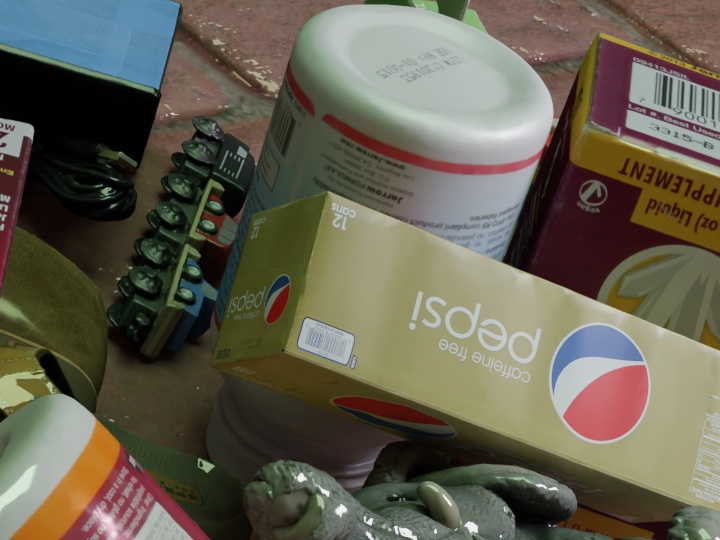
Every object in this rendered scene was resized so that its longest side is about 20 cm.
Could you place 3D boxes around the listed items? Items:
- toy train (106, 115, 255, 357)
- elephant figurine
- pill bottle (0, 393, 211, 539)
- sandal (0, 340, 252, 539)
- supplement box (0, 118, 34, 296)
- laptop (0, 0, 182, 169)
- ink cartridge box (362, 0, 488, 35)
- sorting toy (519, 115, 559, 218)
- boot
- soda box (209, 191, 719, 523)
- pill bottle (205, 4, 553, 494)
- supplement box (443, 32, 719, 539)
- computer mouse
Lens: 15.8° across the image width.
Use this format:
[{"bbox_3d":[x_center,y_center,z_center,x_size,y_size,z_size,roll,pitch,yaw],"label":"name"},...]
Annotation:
[{"bbox_3d":[-0.080,-0.016,1.224,0.046,0.034,0.200,29,28,-8],"label":"toy train"},{"bbox_3d":[0.040,0.118,0.952,0.199,0.156,0.142,23,39,-6],"label":"elephant figurine"},{"bbox_3d":[-0.060,0.143,0.778,0.200,0.109,0.110,48,28,-11],"label":"pill bottle"},{"bbox_3d":[-0.117,0.061,0.972,0.199,0.055,0.082,21,25,-30],"label":"sandal"},{"bbox_3d":[-0.180,0.010,0.903,0.108,0.061,0.200,13,33,-9],"label":"supplement box"},{"bbox_3d":[-0.181,-0.134,1.270,0.186,0.117,0.200,16,-14,-6],"label":"laptop"},{"bbox_3d":[0.027,-0.058,1.184,0.059,0.201,0.104,6,32,-21],"label":"ink cartridge box"},{"bbox_3d":[0.159,-0.030,1.348,0.198,0.070,0.200,34,33,25],"label":"sorting toy"},{"bbox_3d":[-0.193,0.000,1.056,0.199,0.074,0.076,30,44,-16],"label":"boot"},{"bbox_3d":[0.049,0.037,0.986,0.199,0.064,0.068,22,-16,-24],"label":"soda box"},{"bbox_3d":[0.000,0.000,1.071,0.108,0.201,0.109,14,30,-8],"label":"pill bottle"},{"bbox_3d":[0.123,0.021,1.108,0.130,0.201,0.103,18,29,-2],"label":"supplement box"},{"bbox_3d":[-0.195,-0.024,1.153,0.109,0.044,0.200,20,27,35],"label":"computer mouse"}]
